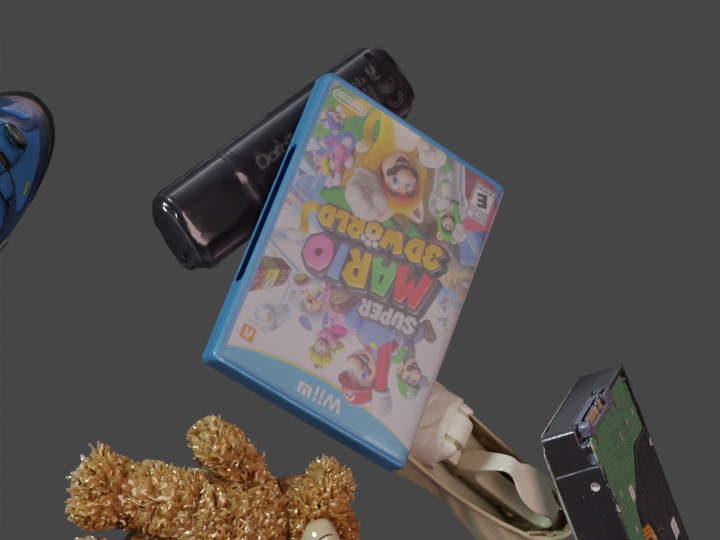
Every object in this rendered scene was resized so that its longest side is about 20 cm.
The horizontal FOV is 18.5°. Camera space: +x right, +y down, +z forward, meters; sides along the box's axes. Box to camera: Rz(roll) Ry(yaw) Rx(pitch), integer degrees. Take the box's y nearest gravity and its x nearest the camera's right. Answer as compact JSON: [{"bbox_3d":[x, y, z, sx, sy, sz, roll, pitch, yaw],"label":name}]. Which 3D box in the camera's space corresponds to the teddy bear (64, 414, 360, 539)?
[{"bbox_3d":[-0.083,0.155,1.270,0.200,0.067,0.145,25,73,-29],"label":"teddy bear"}]

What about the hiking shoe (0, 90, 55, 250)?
[{"bbox_3d":[-0.221,-0.022,1.187,0.074,0.087,0.200,47,61,-20],"label":"hiking shoe"}]

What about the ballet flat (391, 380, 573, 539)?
[{"bbox_3d":[0.063,0.112,1.376,0.200,0.069,0.070,41,63,-23],"label":"ballet flat"}]

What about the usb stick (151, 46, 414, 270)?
[{"bbox_3d":[-0.045,-0.071,1.347,0.200,0.033,0.056,-39,99,-31],"label":"usb stick"}]

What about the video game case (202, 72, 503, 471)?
[{"bbox_3d":[0.000,0.000,1.330,0.143,0.018,0.200,32,64,-23],"label":"video game case"}]

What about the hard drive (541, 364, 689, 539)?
[{"bbox_3d":[0.176,0.174,1.421,0.200,0.038,0.140,69,20,-9],"label":"hard drive"}]
